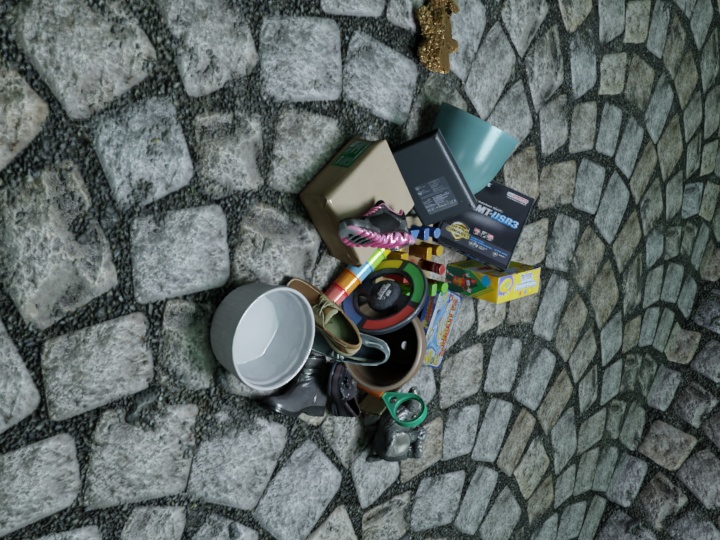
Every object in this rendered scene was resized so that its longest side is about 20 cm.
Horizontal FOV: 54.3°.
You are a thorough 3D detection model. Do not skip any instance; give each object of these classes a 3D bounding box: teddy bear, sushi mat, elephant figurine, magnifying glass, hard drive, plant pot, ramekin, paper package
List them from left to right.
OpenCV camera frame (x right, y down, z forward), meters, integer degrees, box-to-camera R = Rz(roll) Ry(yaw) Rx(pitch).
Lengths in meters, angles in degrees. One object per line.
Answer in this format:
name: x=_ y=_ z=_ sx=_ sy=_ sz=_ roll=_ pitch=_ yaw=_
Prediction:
ramekin: x=-0.194 y=0.119 z=1.347 sx=0.199 sy=0.104 sz=0.202 roll=-16 pitch=113 yaw=-44
paper package: x=-0.005 y=-0.147 z=1.471 sx=0.200 sy=0.103 sz=0.191 roll=-49 pitch=132 yaw=-24
magnifying glass: x=0.069 y=0.296 z=1.608 sx=0.080 sy=0.199 sz=0.023 roll=-45 pitch=131 yaw=-22
sushi mat: x=0.075 y=0.267 z=1.686 sx=0.200 sy=0.095 sz=0.012 roll=-48 pitch=117 yaw=-27
elephant figurine: x=0.078 y=0.373 z=1.683 sx=0.200 sy=0.140 sz=0.156 roll=62 pitch=41 yaw=-54
plant pot: x=0.076 y=0.172 z=1.608 sx=0.174 sy=0.199 sz=0.202 roll=17 pitch=89 yaw=-64
hard drive: x=0.157 y=-0.204 z=1.573 sx=0.201 sy=0.139 sz=0.033 roll=57 pitch=33 yaw=-25
teddy bear: x=0.172 y=-0.543 z=1.580 sx=0.144 sy=0.066 sz=0.202 roll=-9 pitch=102 yaw=-55
plant pot: x=0.242 y=-0.273 z=1.637 sx=0.200 sy=0.200 sz=0.162 roll=13 pitch=108 yaw=-48

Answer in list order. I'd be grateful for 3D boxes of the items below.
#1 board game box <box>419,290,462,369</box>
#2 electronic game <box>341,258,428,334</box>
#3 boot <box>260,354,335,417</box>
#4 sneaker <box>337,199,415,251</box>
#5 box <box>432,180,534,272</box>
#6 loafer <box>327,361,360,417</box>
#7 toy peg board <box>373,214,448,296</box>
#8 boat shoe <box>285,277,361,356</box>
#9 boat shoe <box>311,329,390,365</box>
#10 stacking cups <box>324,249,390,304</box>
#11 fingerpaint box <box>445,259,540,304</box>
board game box: x=0.193 y=0.146 z=1.805 sx=0.135 sy=0.034 sz=0.202 roll=23 pitch=85 yaw=-57
electronic game: x=0.051 y=0.054 z=1.518 sx=0.200 sy=0.199 sz=0.042 roll=-52 pitch=138 yaw=-22
boot: x=-0.130 y=0.238 z=1.488 sx=0.200 sy=0.069 sz=0.133 roll=18 pitch=86 yaw=-60
sneaker: x=0.028 y=-0.096 z=1.407 sx=0.199 sy=0.079 sz=0.096 roll=6 pitch=76 yaw=-47
box: x=0.309 y=-0.126 z=1.759 sx=0.050 sy=0.198 sz=0.200 roll=112 pitch=3 yaw=-83
loafer: x=-0.032 y=0.265 z=1.545 sx=0.201 sy=0.062 sz=0.072 roll=87 pitch=20 yaw=-53
toy peg board: x=0.128 y=-0.022 z=1.653 sx=0.199 sy=0.097 sz=0.201 roll=-12 pitch=110 yaw=-45
boat shoe: x=-0.069 y=0.088 z=1.426 sx=0.200 sy=0.074 sz=0.076 roll=43 pitch=67 yaw=-2
boat shoe: x=-0.033 y=0.158 z=1.484 sx=0.198 sy=0.062 sz=0.074 roll=13 pitch=97 yaw=-4
stacking cups: x=0.000 y=0.000 z=1.534 sx=0.200 sy=0.060 sz=0.061 roll=-50 pitch=133 yaw=-10
fingerpaint box: x=0.350 y=0.023 z=1.852 sx=0.199 sy=0.166 sz=0.074 roll=-11 pitch=110 yaw=-45
